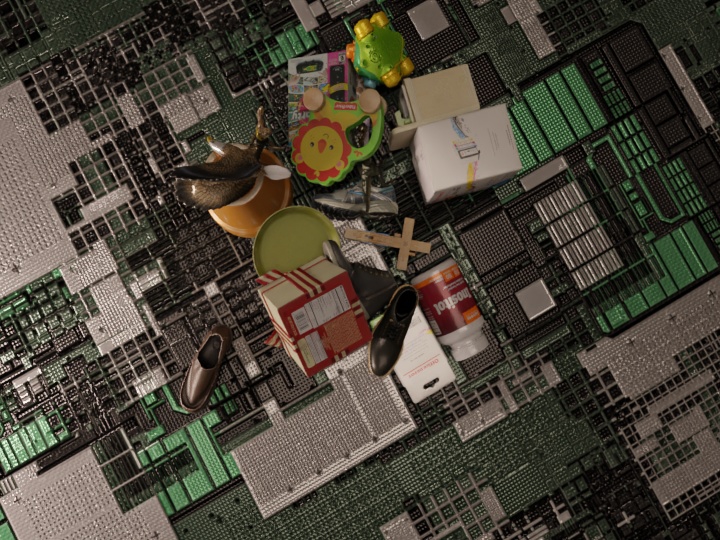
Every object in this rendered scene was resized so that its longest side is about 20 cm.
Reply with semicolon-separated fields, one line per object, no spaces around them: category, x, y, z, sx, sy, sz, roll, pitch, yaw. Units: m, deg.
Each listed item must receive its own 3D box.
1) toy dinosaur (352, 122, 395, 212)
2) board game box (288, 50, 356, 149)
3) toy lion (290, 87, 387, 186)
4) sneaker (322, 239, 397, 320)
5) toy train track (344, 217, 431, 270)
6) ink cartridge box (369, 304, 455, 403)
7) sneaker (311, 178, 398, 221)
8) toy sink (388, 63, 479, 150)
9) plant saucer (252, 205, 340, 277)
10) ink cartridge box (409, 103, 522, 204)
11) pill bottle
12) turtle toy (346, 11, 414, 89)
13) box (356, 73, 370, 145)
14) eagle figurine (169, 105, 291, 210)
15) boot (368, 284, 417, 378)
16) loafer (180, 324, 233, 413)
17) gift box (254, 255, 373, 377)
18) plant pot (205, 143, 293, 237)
toy dinosaur;0.027;-0.219;1.165;0.087;0.047;0.204;0;76;-36
board game box;-0.085;-0.375;1.193;0.144;0.064;0.205;-2;86;16
toy lion;-0.050;-0.276;1.115;0.196;0.069;0.196;6;94;16
sneaker;0.000;0.000;1.173;0.105;0.075;0.202;-34;109;-9
toy train track;0.062;-0.068;1.209;0.196;0.033;0.117;11;93;6
ink cartridge box;0.114;0.174;1.172;0.116;0.067;0.203;-28;86;-1
sneaker;-0.012;-0.163;1.200;0.195;0.078;0.088;3;74;-8
toy sink;0.146;-0.362;1.180;0.196;0.130;0.114;-17;86;-1
plant saucer;-0.141;-0.042;1.173;0.196;0.031;0.205;-4;103;-18
ink cartridge box;0.224;-0.249;1.165;0.196;0.147;0.148;-15;87;-2
pill bottle;0.199;0.087;1.157;0.111;0.113;0.203;-27;87;-3
turtle toy;0.041;-0.473;1.163;0.147;0.100;0.200;56;42;-15
box;0.003;-0.352;1.221;0.038;0.041;0.205;3;85;-1
eagle figurine;-0.242;-0.188;0.974;0.149;0.153;0.201;25;66;36
boot;0.063;0.124;1.073;0.076;0.138;0.204;17;89;3
loafer;-0.346;0.214;1.159;0.072;0.071;0.204;20;86;0
gift box;-0.112;0.086;1.094;0.197;0.186;0.188;-23;108;-17
plant pot;-0.250;-0.183;1.132;0.195;0.183;0.205;0;86;-1
